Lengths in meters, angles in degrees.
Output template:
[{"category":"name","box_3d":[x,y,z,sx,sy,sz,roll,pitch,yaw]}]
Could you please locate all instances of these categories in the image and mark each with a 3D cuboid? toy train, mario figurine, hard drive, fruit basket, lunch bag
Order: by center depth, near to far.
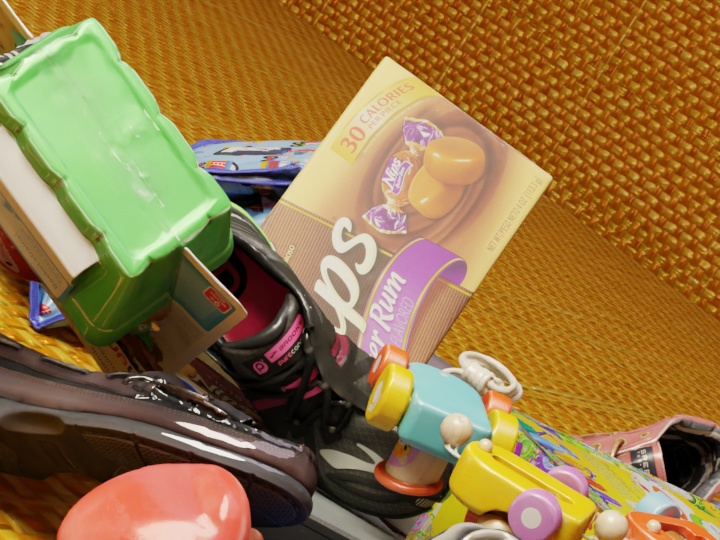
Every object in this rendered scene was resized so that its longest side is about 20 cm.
[{"category":"mario figurine","box_3d":[-0.058,0.156,0.927,0.123,0.107,0.200,-7,-33,42]},{"category":"toy train","box_3d":[0.082,0.106,1.020,0.150,0.056,0.200,12,19,-48]},{"category":"fruit basket","box_3d":[-0.142,-0.025,1.028,0.186,0.094,0.200,54,-31,-1]},{"category":"hard drive","box_3d":[-0.040,0.119,1.096,0.139,0.033,0.200,29,-1,-16]},{"category":"lunch bag","box_3d":[-0.091,-0.036,1.305,0.198,0.095,0.151,-12,5,10]}]

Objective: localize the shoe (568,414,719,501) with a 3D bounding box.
[{"category":"shoe","box_3d":[0.144,0.127,1.359,0.199,0.091,0.072,-3,75,-43]}]

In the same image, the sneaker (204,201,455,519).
[{"category":"sneaker","box_3d":[-0.035,0.049,1.084,0.200,0.077,0.084,44,8,4]}]

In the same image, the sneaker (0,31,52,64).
[{"category":"sneaker","box_3d":[-0.257,-0.094,1.240,0.114,0.076,0.200,30,48,25]}]

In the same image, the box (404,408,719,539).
[{"category":"box","box_3d":[0.150,0.194,1.158,0.192,0.123,0.200,26,12,-33]}]

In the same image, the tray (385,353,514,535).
[{"category":"tray","box_3d":[0.065,0.119,1.294,0.199,0.108,0.022,36,-26,1]}]

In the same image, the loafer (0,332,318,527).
[{"category":"loafer","box_3d":[-0.106,0.061,0.967,0.198,0.063,0.072,9,-31,21]}]

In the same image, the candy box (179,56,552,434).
[{"category":"candy box","box_3d":[0.000,0.000,1.182,0.116,0.201,0.056,36,-18,1]}]

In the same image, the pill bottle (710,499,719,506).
[{"category":"pill bottle","box_3d":[0.274,0.235,1.360,0.199,0.113,0.112,37,11,27]}]

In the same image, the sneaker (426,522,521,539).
[{"category":"sneaker","box_3d":[0.056,0.184,0.873,0.202,0.147,0.077,24,11,-45]}]

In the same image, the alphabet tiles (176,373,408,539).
[{"category":"alphabet tiles","box_3d":[-0.039,0.114,1.301,0.167,0.008,0.199,40,13,35]}]
